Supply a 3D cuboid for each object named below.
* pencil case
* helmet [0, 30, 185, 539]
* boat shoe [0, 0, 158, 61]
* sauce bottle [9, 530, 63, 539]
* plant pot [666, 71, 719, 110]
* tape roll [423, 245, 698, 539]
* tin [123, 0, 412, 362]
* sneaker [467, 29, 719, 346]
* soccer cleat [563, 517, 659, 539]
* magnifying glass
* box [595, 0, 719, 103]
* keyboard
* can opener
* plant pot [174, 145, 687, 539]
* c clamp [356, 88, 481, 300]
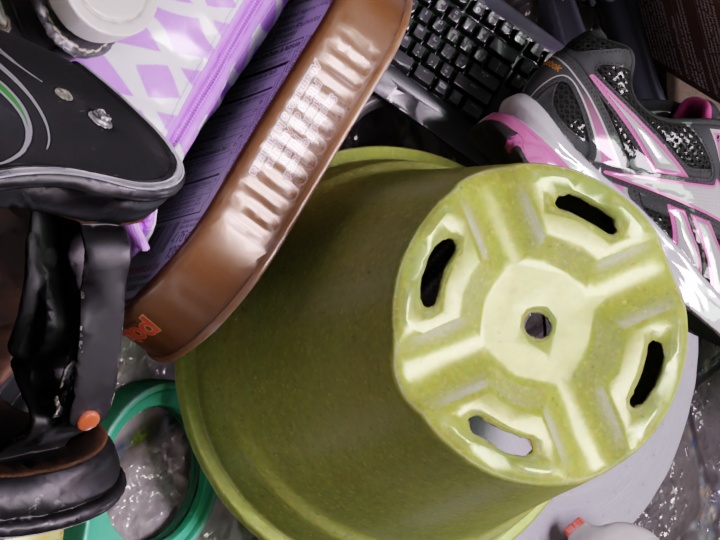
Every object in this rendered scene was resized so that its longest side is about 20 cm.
[{"bbox_3d":[-0.082,-0.098,1.248,0.084,0.085,0.200,51,58,-44],"label":"pencil case"},{"bbox_3d":[-0.164,-0.004,1.095,0.200,0.191,0.200,-12,118,-24],"label":"helmet"},{"bbox_3d":[-0.129,-0.181,1.199,0.074,0.060,0.200,-1,76,-45],"label":"boat shoe"},{"bbox_3d":[-0.156,0.139,1.216,0.065,0.065,0.200,3,92,-48],"label":"sauce bottle"},{"bbox_3d":[0.275,-0.034,1.537,0.200,0.200,0.177,47,46,-41],"label":"plant pot"},{"bbox_3d":[0.086,0.043,1.470,0.200,0.066,0.201,-8,101,-48],"label":"tape roll"},{"bbox_3d":[-0.047,-0.053,1.265,0.042,0.112,0.200,38,70,-22],"label":"tin"},{"bbox_3d":[0.147,-0.033,1.347,0.200,0.080,0.086,41,85,-33],"label":"sneaker"},{"bbox_3d":[0.089,0.212,1.443,0.069,0.078,0.200,13,117,-49],"label":"soccer cleat"},{"bbox_3d":[-0.118,0.138,1.291,0.080,0.022,0.200,47,62,-41],"label":"magnifying glass"},{"bbox_3d":[0.171,-0.149,1.431,0.075,0.200,0.100,-23,114,-11],"label":"box"},{"bbox_3d":[0.047,-0.127,1.367,0.200,0.021,0.127,34,68,-14],"label":"keyboard"},{"bbox_3d":[0.125,-0.082,1.431,0.063,0.079,0.200,-23,88,-12],"label":"can opener"},{"bbox_3d":[0.042,0.031,1.248,0.200,0.184,0.201,3,82,-19],"label":"plant pot"},{"bbox_3d":[0.000,0.000,1.351,0.171,0.027,0.200,43,70,-10],"label":"c clamp"}]
